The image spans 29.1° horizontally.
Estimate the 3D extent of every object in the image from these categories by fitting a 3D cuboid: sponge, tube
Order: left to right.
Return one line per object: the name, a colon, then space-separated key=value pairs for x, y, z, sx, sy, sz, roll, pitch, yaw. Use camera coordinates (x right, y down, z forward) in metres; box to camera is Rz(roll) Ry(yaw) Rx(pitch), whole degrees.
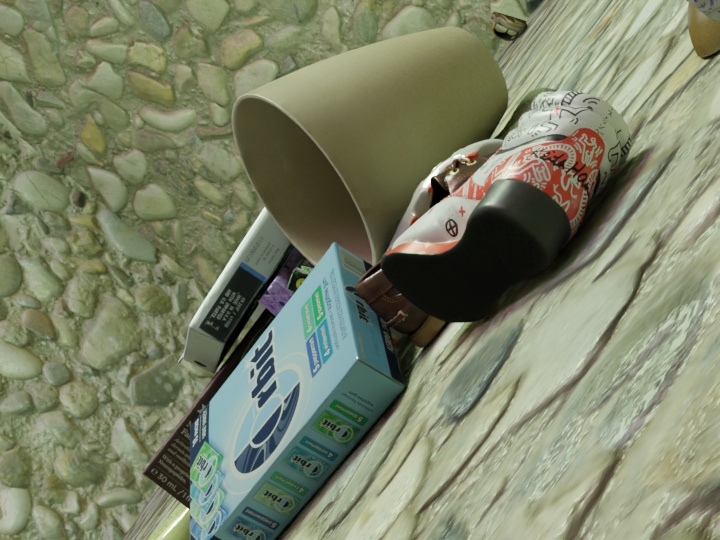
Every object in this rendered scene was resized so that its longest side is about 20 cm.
tube: x=-0.144 y=0.227 z=1.386 sx=0.058 sy=0.052 sz=0.200 roll=15 pitch=57 yaw=43
sponge: x=-0.026 y=0.024 z=1.323 sx=0.030 sy=0.111 sz=0.200 roll=-52 pitch=3 yaw=18

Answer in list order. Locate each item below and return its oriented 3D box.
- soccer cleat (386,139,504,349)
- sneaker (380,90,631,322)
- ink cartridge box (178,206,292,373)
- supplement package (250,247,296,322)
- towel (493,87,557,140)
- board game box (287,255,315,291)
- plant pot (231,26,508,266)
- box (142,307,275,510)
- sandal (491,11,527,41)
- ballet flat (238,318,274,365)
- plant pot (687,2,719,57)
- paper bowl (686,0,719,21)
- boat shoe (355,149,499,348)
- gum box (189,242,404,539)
soccer cleat: x=0.056 y=-0.021 z=1.085 sx=0.201 sy=0.069 sz=0.078 roll=-54 pitch=-1 yaw=14
sneaker: x=0.086 y=-0.037 z=0.817 sx=0.108 sy=0.067 sz=0.201 roll=-52 pitch=6 yaw=-21
ink cartridge box: x=-0.103 y=0.001 z=1.331 sx=0.199 sy=0.043 sz=0.200 roll=-59 pitch=3 yaw=-16
supplement package: x=-0.017 y=-0.006 z=1.486 sx=0.201 sy=0.117 sz=0.117 roll=-53 pitch=4 yaw=-20
towel: x=0.099 y=-0.063 z=1.190 sx=0.200 sy=0.036 sz=0.149 roll=-50 pitch=4 yaw=28
board game box: x=0.000 y=0.000 z=1.297 sx=0.200 sy=0.104 sz=0.024 roll=-64 pitch=-5 yaw=-73
plant pot: x=0.024 y=-0.119 z=1.181 sx=0.199 sy=0.188 sz=0.187 roll=-37 pitch=-2 yaw=-21
box: x=-0.107 y=0.139 z=1.316 sx=0.201 sy=0.100 sz=0.075 roll=-53 pitch=3 yaw=-2
sandal: x=0.321 y=-0.527 z=3.021 sx=0.200 sy=0.080 sz=0.054 roll=-84 pitch=11 yaw=-76
ballet flat: x=-0.086 y=0.126 z=1.221 sx=0.071 sy=0.070 sz=0.201 roll=-49 pitch=21 yaw=40
plant pot: x=0.244 y=-0.205 z=0.764 sx=0.200 sy=0.027 sz=0.200 roll=-51 pitch=3 yaw=4
paper bowl: x=0.190 y=-0.178 z=0.514 sx=0.201 sy=0.104 sz=0.201 roll=-52 pitch=3 yaw=3
boat shoe: x=0.077 y=-0.043 z=0.984 sx=0.200 sy=0.070 sz=0.070 roll=-51 pitch=2 yaw=-12
gum box: x=-0.054 y=0.101 z=1.017 sx=0.200 sy=0.044 sz=0.170 roll=-52 pitch=23 yaw=19
